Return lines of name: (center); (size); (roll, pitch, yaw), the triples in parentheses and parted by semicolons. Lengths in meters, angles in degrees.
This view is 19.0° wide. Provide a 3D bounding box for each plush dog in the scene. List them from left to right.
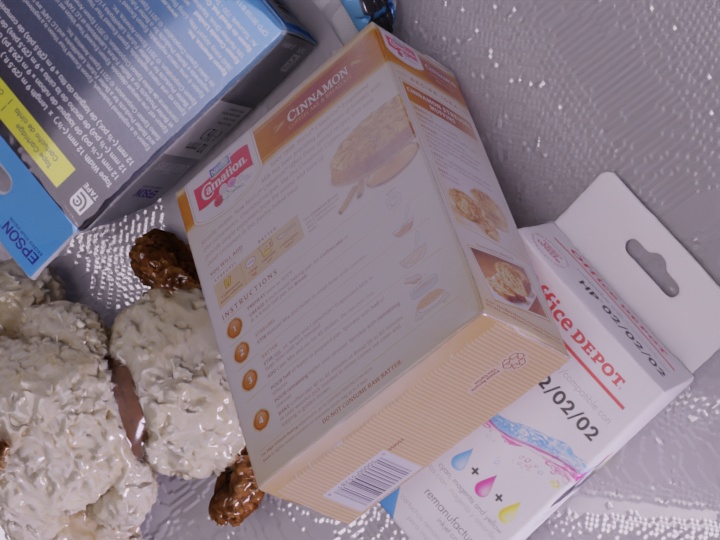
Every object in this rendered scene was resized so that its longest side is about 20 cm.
plush dog: (-0.134, 0.071, 1.192); (0.171, 0.160, 0.201); (-20, 88, -2)

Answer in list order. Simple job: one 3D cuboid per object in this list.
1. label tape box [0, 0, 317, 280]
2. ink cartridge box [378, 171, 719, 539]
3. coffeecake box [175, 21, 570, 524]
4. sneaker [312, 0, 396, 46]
label tape box: (-0.145, -0.113, 1.195); (0.200, 0.066, 0.143); (-43, 79, 13)
ink cartridge box: (0.089, 0.056, 1.126); (0.115, 0.068, 0.200); (48, 109, 12)
coffeecake box: (0.000, 0.000, 1.102); (0.153, 0.073, 0.201); (-39, 48, 24)
sneaker: (-0.052, -0.196, 1.139); (0.086, 0.075, 0.201); (-23, 106, 22)
